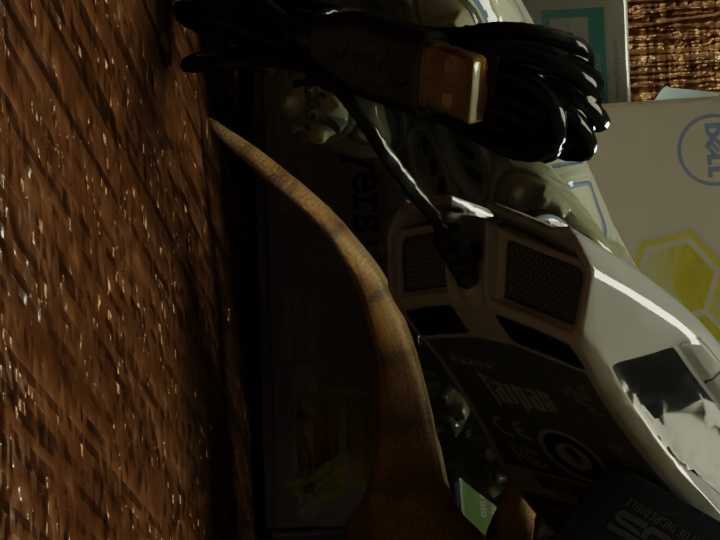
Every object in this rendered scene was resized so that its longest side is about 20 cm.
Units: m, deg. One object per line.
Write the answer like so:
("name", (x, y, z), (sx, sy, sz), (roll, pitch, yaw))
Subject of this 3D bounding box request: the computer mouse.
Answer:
("computer mouse", (0.044, 0.005, 0.638), (0.044, 0.110, 0.200), (-53, 130, -24))

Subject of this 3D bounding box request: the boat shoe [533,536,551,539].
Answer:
("boat shoe", (0.062, 0.118, 0.826), (0.202, 0.075, 0.075), (-38, -152, 60))

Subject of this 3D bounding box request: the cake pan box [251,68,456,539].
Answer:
("cake pan box", (0.000, 0.000, 0.850), (0.200, 0.052, 0.185), (71, 19, -77))

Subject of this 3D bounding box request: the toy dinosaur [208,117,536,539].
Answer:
("toy dinosaur", (0.015, 0.065, 0.691), (0.106, 0.060, 0.200), (3, 88, -49))

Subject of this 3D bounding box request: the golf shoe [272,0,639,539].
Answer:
("golf shoe", (0.036, -0.027, 0.728), (0.200, 0.078, 0.097), (67, 27, -23))

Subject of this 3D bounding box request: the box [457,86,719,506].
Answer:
("box", (0.147, 0.050, 1.017), (0.199, 0.131, 0.200), (-58, -163, -3))

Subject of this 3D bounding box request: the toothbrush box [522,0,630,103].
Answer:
("toothbrush box", (0.063, -0.127, 1.122), (0.200, 0.085, 0.147), (-66, 153, -79))

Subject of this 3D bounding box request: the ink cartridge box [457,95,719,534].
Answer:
("ink cartridge box", (0.128, 0.017, 0.881), (0.048, 0.200, 0.146), (41, 45, -85))

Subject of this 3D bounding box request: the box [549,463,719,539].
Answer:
("box", (0.037, 0.159, 0.675), (0.158, 0.051, 0.200), (-52, 157, -23))
